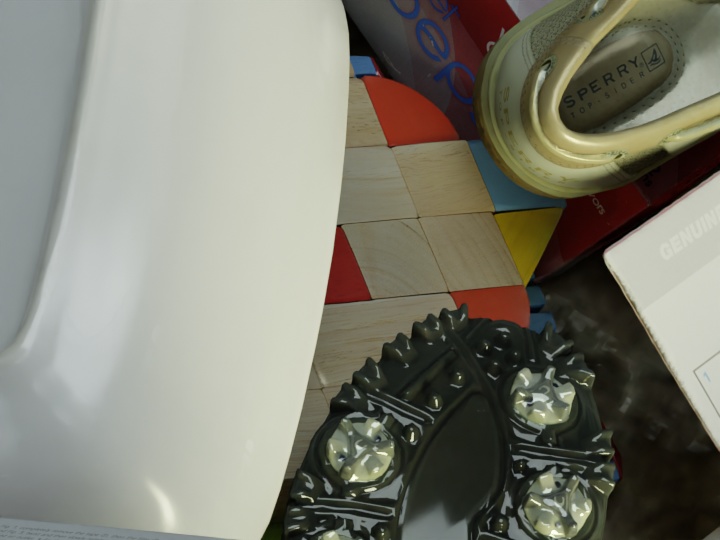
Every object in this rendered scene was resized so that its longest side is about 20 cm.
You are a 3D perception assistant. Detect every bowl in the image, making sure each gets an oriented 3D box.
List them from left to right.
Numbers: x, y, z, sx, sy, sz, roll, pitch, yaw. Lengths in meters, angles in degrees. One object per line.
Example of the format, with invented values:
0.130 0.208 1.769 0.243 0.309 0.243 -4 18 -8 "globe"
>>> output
-0.110 -0.012 0.692 0.199 0.075 0.200 -5 59 24 "bowl"

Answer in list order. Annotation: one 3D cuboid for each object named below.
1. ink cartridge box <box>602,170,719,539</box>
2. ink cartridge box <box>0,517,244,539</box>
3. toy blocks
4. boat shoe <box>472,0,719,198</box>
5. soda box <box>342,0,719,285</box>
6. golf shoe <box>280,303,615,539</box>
0.170 0.030 0.786 0.200 0.045 0.176 -33 90 -32 "ink cartridge box"
-0.064 0.148 0.576 0.200 0.176 0.084 2 18 31 "ink cartridge box"
0.000 0.000 0.779 0.136 0.100 0.200 -5 59 -31 "toy blocks"
0.123 -0.087 0.760 0.200 0.063 0.073 -31 95 -11 "boat shoe"
0.033 -0.101 0.830 0.063 0.070 0.200 -33 87 -35 "soda box"
0.008 0.104 0.680 0.077 0.088 0.200 16 63 0 "golf shoe"
